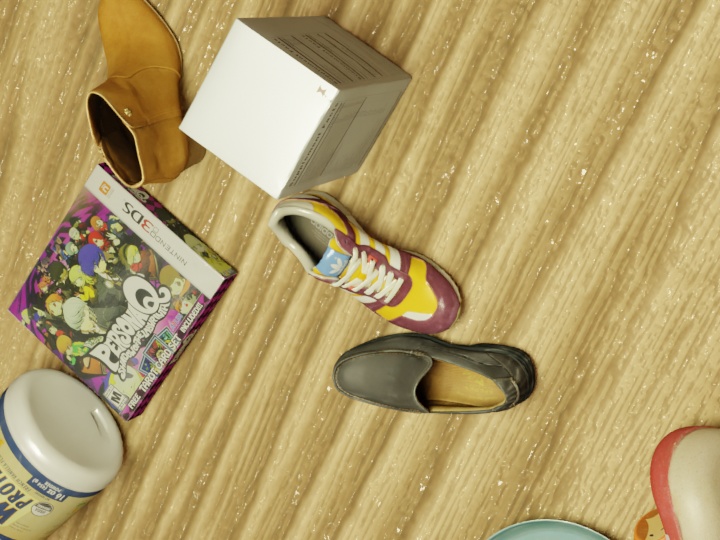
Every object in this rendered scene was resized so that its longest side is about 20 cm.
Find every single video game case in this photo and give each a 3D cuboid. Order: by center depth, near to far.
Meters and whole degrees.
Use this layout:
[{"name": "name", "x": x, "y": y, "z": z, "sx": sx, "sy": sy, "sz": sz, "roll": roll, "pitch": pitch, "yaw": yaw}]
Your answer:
[{"name": "video game case", "x": -0.247, "y": 0.022, "z": 1.373, "sx": 0.181, "sy": 0.036, "sz": 0.201, "roll": 41, "pitch": 111, "yaw": 10}]

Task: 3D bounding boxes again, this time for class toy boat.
[{"name": "toy boat", "x": 0.298, "y": 0.237, "z": 1.182, "sx": 0.130, "sy": 0.130, "sz": 0.202, "roll": -5, "pitch": 99, "yaw": 50}]

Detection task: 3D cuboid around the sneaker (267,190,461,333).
[{"name": "sneaker", "x": 0.000, "y": 0.000, "z": 1.248, "sx": 0.199, "sy": 0.090, "sz": 0.075, "roll": 32, "pitch": 109, "yaw": 12}]

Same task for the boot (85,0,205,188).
[{"name": "boot", "x": -0.221, "y": -0.178, "z": 1.267, "sx": 0.070, "sy": 0.144, "sz": 0.203, "roll": -25, "pitch": 91, "yaw": 21}]

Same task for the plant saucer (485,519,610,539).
[{"name": "plant saucer", "x": 0.189, "y": 0.330, "z": 1.276, "sx": 0.198, "sy": 0.027, "sz": 0.203, "roll": 4, "pitch": 101, "yaw": 19}]

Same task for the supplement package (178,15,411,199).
[{"name": "supplement package", "x": -0.052, "y": -0.150, "z": 1.180, "sx": 0.109, "sy": 0.200, "sz": 0.114, "roll": 35, "pitch": 109, "yaw": 10}]

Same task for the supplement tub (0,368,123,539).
[{"name": "supplement tub", "x": -0.359, "y": 0.213, "z": 1.392, "sx": 0.200, "sy": 0.144, "sz": 0.145, "roll": -41, "pitch": 85, "yaw": 22}]

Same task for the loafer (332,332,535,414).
[{"name": "loafer", "x": 0.061, "y": 0.100, "z": 1.255, "sx": 0.198, "sy": 0.072, "sz": 0.074, "roll": -3, "pitch": 100, "yaw": 21}]
